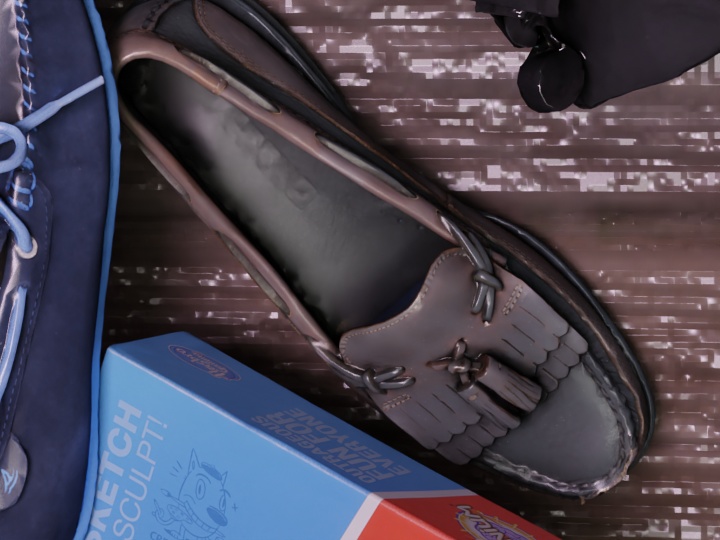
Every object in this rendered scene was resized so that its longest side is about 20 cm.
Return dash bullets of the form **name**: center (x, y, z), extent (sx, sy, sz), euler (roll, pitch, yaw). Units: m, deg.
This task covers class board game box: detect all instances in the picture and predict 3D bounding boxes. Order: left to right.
- **board game box**: center (-0.031, 0.140, 0.759), extent (0.153, 0.040, 0.201), euler (27, 108, 27)

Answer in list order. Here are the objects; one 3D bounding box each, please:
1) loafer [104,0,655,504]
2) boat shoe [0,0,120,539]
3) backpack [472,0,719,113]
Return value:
- **loafer**: center (0.000, 0.000, 0.781), extent (0.200, 0.063, 0.072), euler (42, 107, -3)
- **boat shoe**: center (-0.104, -0.009, 0.725), extent (0.084, 0.069, 0.201), euler (-6, 92, 30)
- **backpack**: center (0.077, -0.162, 0.693), extent (0.166, 0.127, 0.201), euler (-24, 100, 17)
